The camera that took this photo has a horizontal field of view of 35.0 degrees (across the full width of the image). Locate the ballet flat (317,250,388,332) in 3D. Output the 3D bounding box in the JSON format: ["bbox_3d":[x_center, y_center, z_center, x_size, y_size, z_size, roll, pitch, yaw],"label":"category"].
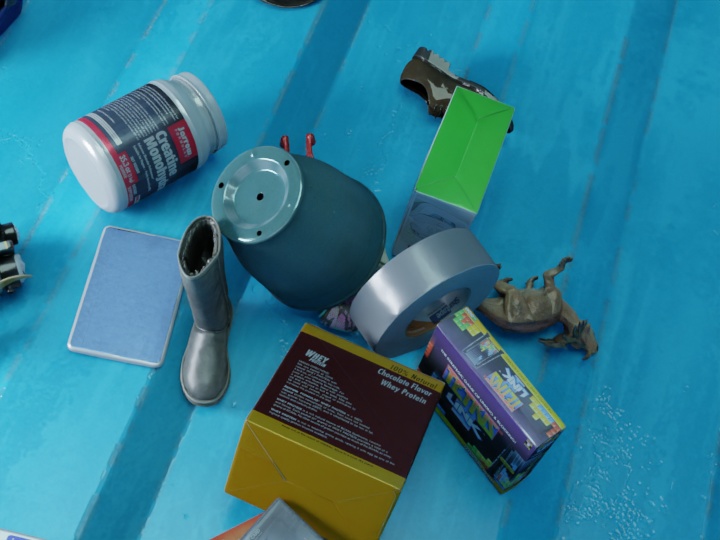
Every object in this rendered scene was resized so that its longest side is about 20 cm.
[{"bbox_3d":[0.000,0.000,1.612,0.071,0.069,0.200,26,62,-15],"label":"ballet flat"}]

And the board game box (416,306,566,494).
[{"bbox_3d":[0.160,0.170,1.473,0.057,0.165,0.200,-29,68,-23],"label":"board game box"}]

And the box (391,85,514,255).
[{"bbox_3d":[0.129,-0.127,1.635,0.097,0.176,0.200,21,58,3],"label":"box"}]

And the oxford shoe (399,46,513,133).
[{"bbox_3d":[0.148,-0.261,1.789,0.200,0.073,0.084,35,76,15],"label":"oxford shoe"}]

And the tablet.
[{"bbox_3d":[-0.312,0.034,1.565,0.130,0.014,0.200,11,60,-3],"label":"tablet"}]

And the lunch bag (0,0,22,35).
[{"bbox_3d":[-0.598,-0.395,1.698,0.132,0.136,0.200,27,60,7],"label":"lunch bag"}]

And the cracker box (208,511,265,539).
[{"bbox_3d":[-0.089,0.390,1.366,0.134,0.058,0.200,-24,67,-21],"label":"cracker box"}]

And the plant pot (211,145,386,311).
[{"bbox_3d":[-0.095,-0.067,1.510,0.200,0.188,0.200,-9,68,24],"label":"plant pot"}]

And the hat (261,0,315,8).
[{"bbox_3d":[-0.128,-0.533,1.888,0.200,0.081,0.201,3,60,-6],"label":"hat"}]

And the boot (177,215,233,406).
[{"bbox_3d":[-0.198,0.055,1.461,0.073,0.200,0.182,2,59,-7],"label":"boot"}]

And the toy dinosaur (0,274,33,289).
[{"bbox_3d":[-0.520,0.061,1.469,0.058,0.101,0.200,17,68,39],"label":"toy dinosaur"}]

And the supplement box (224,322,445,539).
[{"bbox_3d":[-0.029,0.204,1.406,0.197,0.133,0.200,23,38,5],"label":"supplement box"}]

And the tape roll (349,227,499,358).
[{"bbox_3d":[0.086,0.032,1.521,0.200,0.200,0.066,-26,67,-22],"label":"tape roll"}]

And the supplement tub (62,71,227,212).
[{"bbox_3d":[-0.304,-0.184,1.620,0.200,0.140,0.140,-33,70,-24],"label":"supplement tub"}]

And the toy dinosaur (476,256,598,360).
[{"bbox_3d":[0.239,0.061,1.601,0.200,0.086,0.136,-3,67,-5],"label":"toy dinosaur"}]

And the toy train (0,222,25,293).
[{"bbox_3d":[-0.546,-0.002,1.514,0.200,0.085,0.114,-16,77,-21],"label":"toy train"}]

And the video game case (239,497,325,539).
[{"bbox_3d":[-0.069,0.382,1.312,0.200,0.019,0.143,43,67,1],"label":"video game case"}]

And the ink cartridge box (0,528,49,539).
[{"bbox_3d":[-0.372,0.370,1.343,0.200,0.039,0.099,14,58,1],"label":"ink cartridge box"}]

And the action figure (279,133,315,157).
[{"bbox_3d":[-0.085,-0.101,1.661,0.065,0.052,0.200,-2,65,-4],"label":"action figure"}]
